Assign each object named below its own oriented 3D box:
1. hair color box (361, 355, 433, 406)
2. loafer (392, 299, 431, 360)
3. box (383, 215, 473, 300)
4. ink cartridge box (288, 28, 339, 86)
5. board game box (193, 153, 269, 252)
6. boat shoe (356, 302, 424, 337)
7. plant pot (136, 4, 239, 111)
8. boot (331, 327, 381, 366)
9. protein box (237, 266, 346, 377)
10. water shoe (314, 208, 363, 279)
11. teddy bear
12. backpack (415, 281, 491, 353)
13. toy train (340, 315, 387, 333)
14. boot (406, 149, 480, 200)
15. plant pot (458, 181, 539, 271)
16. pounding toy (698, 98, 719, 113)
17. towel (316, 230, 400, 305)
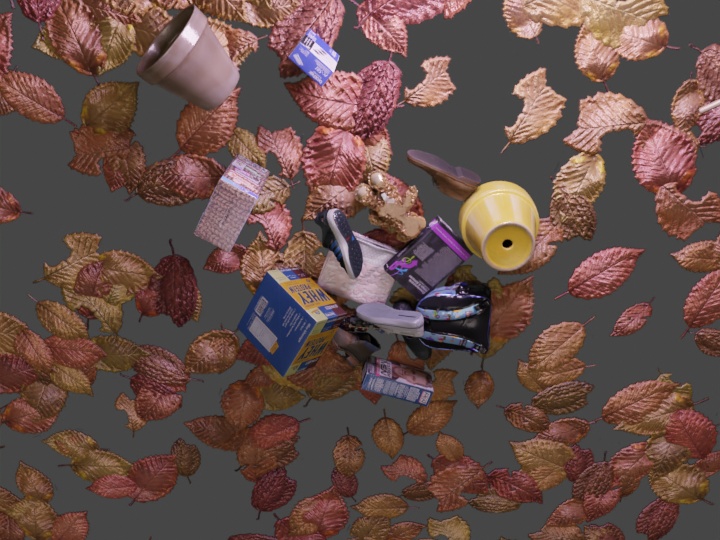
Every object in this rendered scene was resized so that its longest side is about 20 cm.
[{"bbox_3d":[0.105,0.314,1.924,0.198,0.100,0.061,17,115,-7],"label":"hair color box"},{"bbox_3d":[0.144,0.175,1.870,0.068,0.071,0.201,-22,114,13],"label":"loafer"},{"bbox_3d":[0.178,-0.029,1.770,0.200,0.036,0.143,-42,118,14],"label":"box"},{"bbox_3d":[-0.100,-0.473,1.486,0.094,0.200,0.044,39,112,-16],"label":"ink cartridge box"},{"bbox_3d":[-0.311,-0.169,1.645,0.096,0.200,0.160,27,115,-11],"label":"board game box"},{"bbox_3d":[0.077,0.140,1.790,0.199,0.074,0.067,11,125,34],"label":"boat shoe"},{"bbox_3d":[-0.376,-0.463,1.524,0.200,0.201,0.173,-37,127,18],"label":"plant pot"},{"bbox_3d":[-0.022,0.184,1.870,0.096,0.075,0.200,-28,134,9],"label":"boot"},{"bbox_3d":[-0.183,0.132,1.776,0.200,0.135,0.199,42,116,22],"label":"protein box"},{"bbox_3d":[-0.054,-0.069,1.740,0.078,0.072,0.201,-1,120,35],"label":"water shoe"},{"bbox_3d":[0.079,-0.166,1.716,0.199,0.067,0.146,27,105,-4],"label":"teddy bear"},{"bbox_3d":[0.248,0.123,1.805,0.198,0.135,0.184,2,116,10],"label":"backpack"},{"bbox_3d":[0.001,0.151,1.883,0.198,0.034,0.046,4,131,2],"label":"toy train"},{"bbox_3d":[0.195,-0.234,1.671,0.199,0.074,0.076,24,125,-12],"label":"boot"},{"bbox_3d":[0.351,-0.098,1.663,0.199,0.189,0.202,1,116,2],"label":"plant pot"},{"bbox_3d":[0.917,-0.401,1.505,0.141,0.200,0.185,0,120,-30],"label":"pounding toy"},{"bbox_3d":[0.000,0.000,1.812,0.199,0.032,0.192,19,116,-6],"label":"towel"}]
